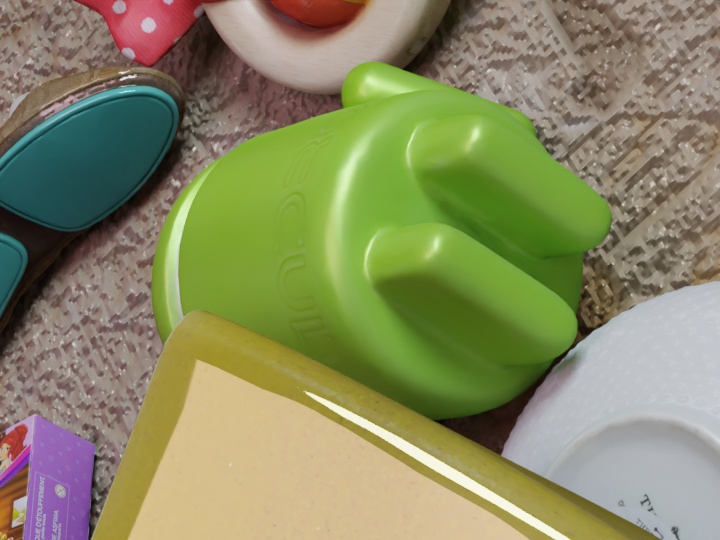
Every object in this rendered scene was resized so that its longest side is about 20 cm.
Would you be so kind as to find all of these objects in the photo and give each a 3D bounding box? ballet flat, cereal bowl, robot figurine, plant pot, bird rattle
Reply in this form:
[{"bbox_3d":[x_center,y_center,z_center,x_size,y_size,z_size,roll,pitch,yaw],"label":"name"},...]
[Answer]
[{"bbox_3d":[-0.153,-0.035,1.053,0.200,0.068,0.072,-49,33,26],"label":"ballet flat"},{"bbox_3d":[0.115,0.097,0.763,0.200,0.083,0.200,-11,73,38],"label":"cereal bowl"},{"bbox_3d":[0.000,0.000,0.851,0.200,0.116,0.176,-14,52,54],"label":"robot figurine"},{"bbox_3d":[0.036,0.148,0.632,0.176,0.200,0.200,16,82,32],"label":"plant pot"},{"bbox_3d":[-0.034,-0.144,0.946,0.200,0.113,0.163,-48,69,26],"label":"bird rattle"}]

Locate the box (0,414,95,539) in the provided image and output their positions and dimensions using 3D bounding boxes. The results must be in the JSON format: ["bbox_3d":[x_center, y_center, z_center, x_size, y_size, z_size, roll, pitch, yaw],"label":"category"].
[{"bbox_3d":[-0.201,0.163,1.030,0.200,0.039,0.137,-28,46,33],"label":"box"}]
